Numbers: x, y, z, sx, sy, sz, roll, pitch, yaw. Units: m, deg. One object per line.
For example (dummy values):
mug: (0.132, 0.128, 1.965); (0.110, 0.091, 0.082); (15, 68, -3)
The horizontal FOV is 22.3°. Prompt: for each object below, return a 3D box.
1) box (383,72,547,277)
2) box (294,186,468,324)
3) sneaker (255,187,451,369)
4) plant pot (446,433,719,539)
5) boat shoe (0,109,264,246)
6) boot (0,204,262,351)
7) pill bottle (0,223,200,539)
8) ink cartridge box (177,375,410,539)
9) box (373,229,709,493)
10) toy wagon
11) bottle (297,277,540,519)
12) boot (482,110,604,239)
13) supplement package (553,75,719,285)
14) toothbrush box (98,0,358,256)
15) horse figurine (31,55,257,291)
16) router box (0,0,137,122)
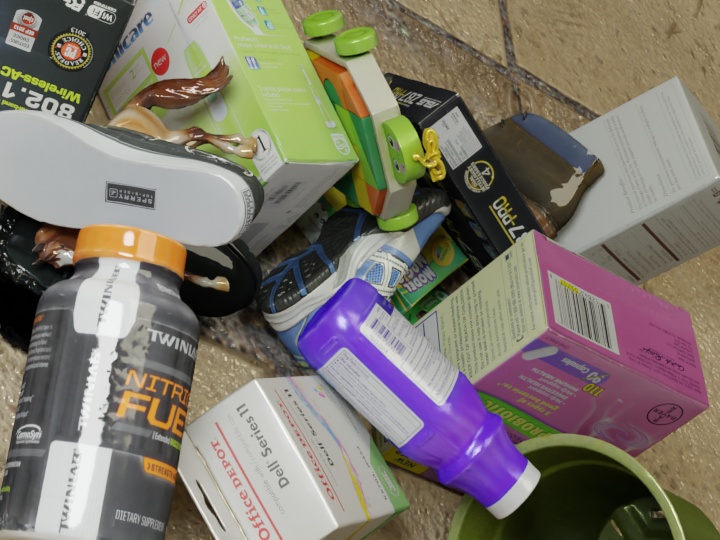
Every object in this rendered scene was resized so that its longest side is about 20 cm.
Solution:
box: (0.086, -0.067, 1.530); (0.201, 0.049, 0.161); (56, -7, -23)
box: (0.010, -0.036, 1.537); (0.201, 0.048, 0.117); (53, 35, 0)
sneaker: (0.000, 0.000, 1.444); (0.200, 0.075, 0.078); (-38, 118, -30)
plant pot: (0.194, 0.231, 1.406); (0.189, 0.199, 0.201); (13, 48, -58)
boat shoe: (-0.157, -0.060, 1.189); (0.198, 0.069, 0.057); (16, 18, 13)
boot: (-0.173, 0.006, 1.274); (0.197, 0.073, 0.163); (34, 35, -11)
pill bottle: (-0.158, 0.075, 1.135); (0.106, 0.106, 0.202); (19, 72, -36)
ink cartridge box: (-0.047, 0.137, 1.244); (0.118, 0.067, 0.200); (59, 15, 11)
box: (0.136, 0.089, 1.431); (0.175, 0.200, 0.097); (26, 42, -31)
toy wagon: (0.005, -0.107, 1.378); (0.200, 0.039, 0.157); (-140, -147, -62)
bottle: (0.045, 0.096, 1.323); (0.200, 0.065, 0.084); (44, 23, -6)
boot: (0.125, -0.105, 1.638); (0.200, 0.097, 0.075); (42, -11, 29)
supplement package: (0.237, -0.063, 1.660); (0.117, 0.199, 0.118); (34, 34, -55)
toothbrush box: (-0.111, -0.126, 1.399); (0.086, 0.145, 0.201); (-2, 61, -48)
horse figurine: (-0.142, -0.064, 1.259); (0.131, 0.050, 0.202); (10, 54, -2)
router box: (-0.263, -0.166, 1.219); (0.198, 0.151, 0.062); (21, 33, -14)
